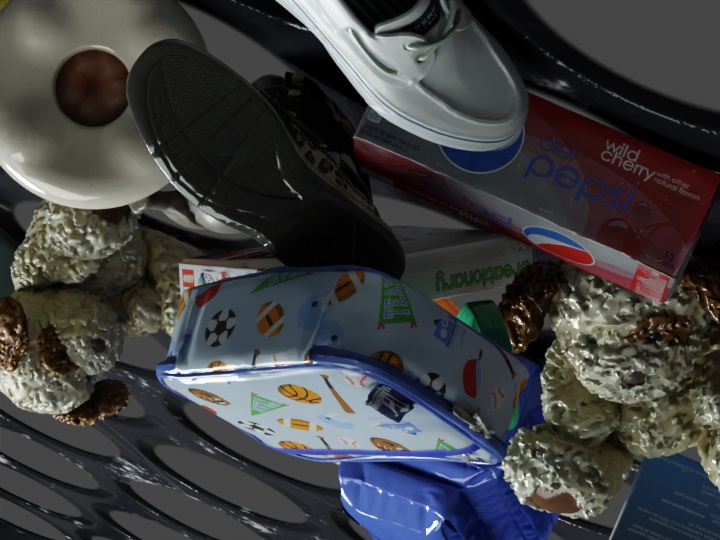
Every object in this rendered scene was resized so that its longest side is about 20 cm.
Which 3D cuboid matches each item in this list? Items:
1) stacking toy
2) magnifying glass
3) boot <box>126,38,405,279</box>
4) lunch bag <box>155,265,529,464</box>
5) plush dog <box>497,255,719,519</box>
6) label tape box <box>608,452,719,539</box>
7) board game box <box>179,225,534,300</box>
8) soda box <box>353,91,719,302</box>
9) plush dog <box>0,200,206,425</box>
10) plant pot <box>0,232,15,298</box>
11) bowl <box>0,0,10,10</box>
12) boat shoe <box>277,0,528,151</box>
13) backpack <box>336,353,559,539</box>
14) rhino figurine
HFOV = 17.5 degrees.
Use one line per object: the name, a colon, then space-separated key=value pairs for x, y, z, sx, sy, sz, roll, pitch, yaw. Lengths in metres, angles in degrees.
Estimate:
stacking toy: x=-0.162 y=-0.110 z=1.497 sx=0.146 sy=0.146 sz=0.200 roll=26 pitch=180 yaw=0
magnifying glass: x=0.069 y=0.046 z=1.471 sx=0.022 sy=0.080 sz=0.200 roll=-9 pitch=-167 yaw=-9
boot: x=-0.058 y=-0.078 z=1.383 sx=0.200 sy=0.073 sz=0.151 roll=39 pitch=-164 yaw=-19
lunch bag: x=-0.006 y=0.062 z=1.353 sx=0.200 sy=0.076 sz=0.160 roll=-1 pitch=151 yaw=44
plush dog: x=0.178 y=0.046 z=1.463 sx=0.200 sy=0.161 sz=0.172 roll=-6 pitch=136 yaw=14
label tape box: x=0.249 y=0.252 z=1.787 sx=0.143 sy=0.200 sz=0.066 roll=22 pitch=164 yaw=10
board game box: x=0.000 y=0.000 z=1.500 sx=0.200 sy=0.035 sz=0.126 roll=-10 pitch=-170 yaw=-44
soda box: x=0.099 y=-0.056 z=1.331 sx=0.200 sy=0.070 sz=0.063 roll=25 pitch=166 yaw=8
plush dog: x=-0.228 y=0.027 z=1.815 sx=0.160 sy=0.172 sz=0.200 roll=10 pitch=157 yaw=37
plant pot: x=-0.381 y=0.012 z=2.025 sx=0.200 sy=0.200 sz=0.134 roll=16 pitch=133 yaw=27
bowl: x=-0.293 y=-0.145 z=1.554 sx=0.200 sy=0.108 sz=0.200 roll=24 pitch=162 yaw=8
boat shoe: x=0.018 y=-0.130 z=1.227 sx=0.200 sy=0.074 sz=0.067 roll=34 pitch=163 yaw=-21
backpack: x=0.070 y=0.143 z=1.787 sx=0.162 sy=0.168 sz=0.200 roll=24 pitch=167 yaw=27
rhino figurine: x=-0.074 y=-0.055 z=1.585 sx=0.087 sy=0.060 sz=0.200 roll=15 pitch=173 yaw=-44
